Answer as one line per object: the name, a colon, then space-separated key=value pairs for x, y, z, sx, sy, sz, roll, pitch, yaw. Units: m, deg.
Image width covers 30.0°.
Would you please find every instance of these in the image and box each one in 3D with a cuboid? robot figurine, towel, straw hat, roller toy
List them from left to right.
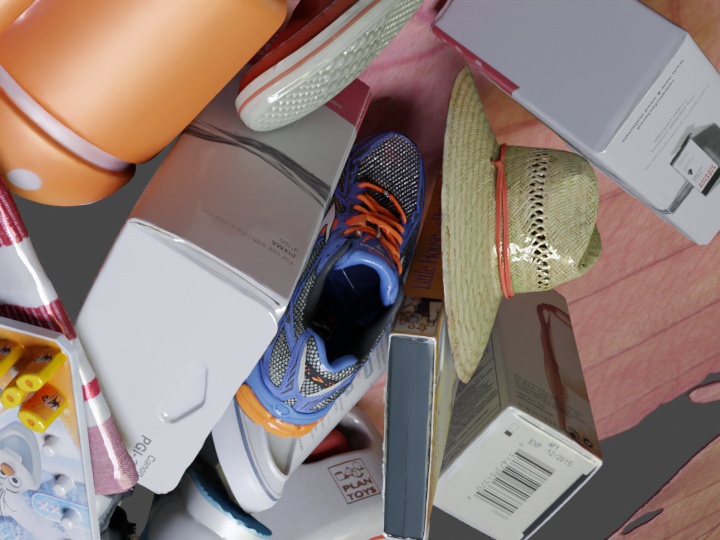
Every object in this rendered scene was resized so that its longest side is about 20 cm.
towel: x=-0.192 y=0.017 z=0.606 sx=0.023 sy=0.142 sz=0.202 roll=-51 pitch=129 yaw=-49
robot figurine: x=-0.111 y=-0.110 z=0.596 sx=0.200 sy=0.144 sz=0.117 roll=-43 pitch=110 yaw=12
roller toy: x=-0.043 y=0.207 z=1.076 sx=0.182 sy=0.140 sz=0.200 roll=-36 pitch=149 yaw=2
straw hat: x=0.104 y=-0.032 z=0.815 sx=0.084 sy=0.204 sz=0.202 roll=0 pitch=151 yaw=12

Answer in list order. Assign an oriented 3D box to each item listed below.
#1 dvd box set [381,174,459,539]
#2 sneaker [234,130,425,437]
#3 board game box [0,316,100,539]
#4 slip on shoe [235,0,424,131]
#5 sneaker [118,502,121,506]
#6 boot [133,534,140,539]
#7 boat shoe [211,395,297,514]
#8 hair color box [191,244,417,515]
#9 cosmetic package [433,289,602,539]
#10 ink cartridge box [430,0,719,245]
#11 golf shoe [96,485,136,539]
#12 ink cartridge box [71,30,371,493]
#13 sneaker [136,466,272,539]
dvd box set: x=0.045 y=0.049 z=0.845 sx=0.029 sy=0.201 sz=0.148 roll=6 pitch=121 yaw=9
sneaker: x=0.000 y=0.000 z=0.754 sx=0.075 sy=0.202 sz=0.078 roll=31 pitch=147 yaw=-18
board game box: x=-0.216 y=0.098 z=0.638 sx=0.026 sy=0.197 sz=0.203 roll=-53 pitch=150 yaw=-53
slip on shoe: x=0.000 y=-0.146 z=0.654 sx=0.201 sy=0.061 sz=0.074 roll=-52 pitch=179 yaw=-20
sneaker: x=-0.211 y=0.148 z=0.880 sx=0.199 sy=0.088 sz=0.074 roll=-41 pitch=157 yaw=12
boot: x=-0.220 y=0.242 z=0.878 sx=0.156 sy=0.197 sz=0.078 roll=-56 pitch=138 yaw=-47
boat shoe: x=-0.049 y=0.046 z=0.792 sx=0.064 sy=0.202 sz=0.074 roll=-16 pitch=139 yaw=14
hair color box: x=-0.040 y=0.063 z=0.902 sx=0.200 sy=0.060 sz=0.099 roll=-46 pitch=154 yaw=-19
cosmetic package: x=0.103 y=0.089 z=0.987 sx=0.087 sy=0.201 sz=0.104 roll=30 pitch=119 yaw=-18
ink cartridge box: x=0.155 y=-0.110 z=0.823 sx=0.083 sy=0.147 sz=0.199 roll=-53 pitch=148 yaw=8
golf shoe: x=-0.174 y=0.116 z=0.808 sx=0.093 sy=0.078 sz=0.203 roll=11 pitch=95 yaw=-5
ink cartridge box: x=-0.076 y=-0.012 z=0.680 sx=0.082 sy=0.201 sz=0.147 roll=29 pitch=126 yaw=-7
sneaker: x=-0.106 y=0.167 z=0.811 sx=0.081 sy=0.076 sz=0.200 roll=-54 pitch=-179 yaw=-10
